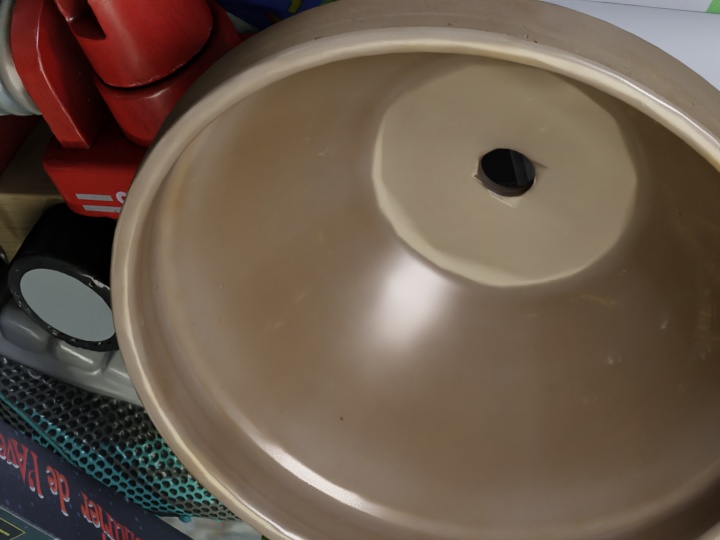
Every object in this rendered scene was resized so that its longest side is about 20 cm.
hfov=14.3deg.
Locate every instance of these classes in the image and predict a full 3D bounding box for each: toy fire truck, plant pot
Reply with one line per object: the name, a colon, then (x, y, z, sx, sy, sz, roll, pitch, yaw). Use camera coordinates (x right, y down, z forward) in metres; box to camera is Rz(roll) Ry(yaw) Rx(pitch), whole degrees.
toy fire truck: (-0.115, -0.063, 0.881, 0.176, 0.129, 0.200, 4, 139, 33)
plant pot: (0.036, -0.005, 0.825, 0.201, 0.093, 0.201, 7, 126, 9)

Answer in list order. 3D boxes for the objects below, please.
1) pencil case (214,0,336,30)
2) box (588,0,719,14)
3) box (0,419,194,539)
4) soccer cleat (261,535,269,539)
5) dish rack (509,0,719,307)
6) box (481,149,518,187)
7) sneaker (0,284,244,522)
pencil case: (-0.026, -0.112, 0.921, 0.200, 0.078, 0.087, 28, 110, -28)
box: (0.057, -0.126, 0.727, 0.200, 0.036, 0.144, 6, 145, -14)
box: (-0.145, 0.110, 0.970, 0.137, 0.038, 0.200, -27, 144, 18)
soccer cleat: (0.062, 0.113, 1.077, 0.200, 0.068, 0.081, -4, 102, 8)
dish rack: (0.115, -0.050, 0.865, 0.172, 0.044, 0.200, -8, 105, 28)
box: (0.000, 0.000, 1.046, 0.200, 0.050, 0.158, -3, 116, 10)
sneaker: (-0.070, 0.058, 1.025, 0.200, 0.078, 0.091, 29, 125, 4)
